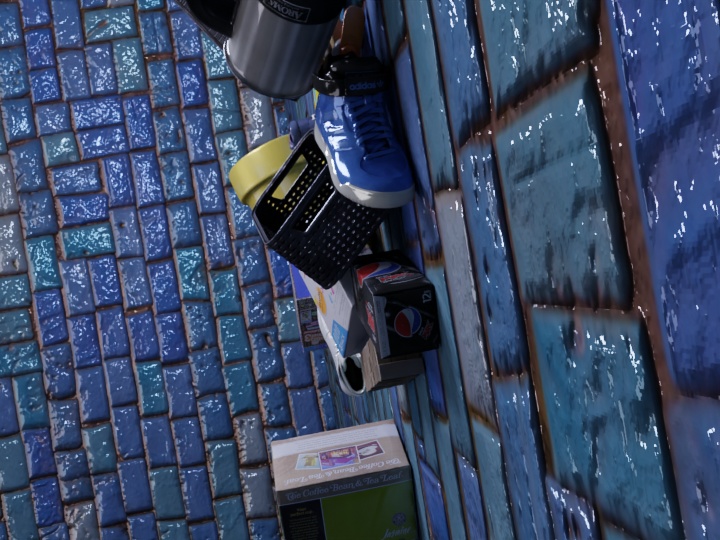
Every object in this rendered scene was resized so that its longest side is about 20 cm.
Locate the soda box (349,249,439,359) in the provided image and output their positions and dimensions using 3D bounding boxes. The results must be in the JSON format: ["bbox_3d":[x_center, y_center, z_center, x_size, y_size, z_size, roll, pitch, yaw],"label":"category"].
[{"bbox_3d":[0.032,0.030,1.005,0.200,0.062,0.072,-127,27,-77],"label":"soda box"}]

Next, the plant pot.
[{"bbox_3d":[-0.146,-0.152,1.917,0.201,0.198,0.192,112,133,-79],"label":"plant pot"}]

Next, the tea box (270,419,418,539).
[{"bbox_3d":[-0.022,0.354,1.392,0.134,0.195,0.201,-112,15,-66],"label":"tea box"}]

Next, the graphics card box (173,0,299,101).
[{"bbox_3d":[-0.154,-0.308,1.212,0.200,0.051,0.125,45,-166,7],"label":"graphics card box"}]

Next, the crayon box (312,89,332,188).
[{"bbox_3d":[-0.033,-0.209,1.322,0.128,0.050,0.203,-107,9,-53],"label":"crayon box"}]

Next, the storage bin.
[{"bbox_3d":[-0.049,-0.078,1.113,0.093,0.136,0.200,35,-175,-18],"label":"storage bin"}]

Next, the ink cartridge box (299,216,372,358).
[{"bbox_3d":[-0.030,0.000,1.266,0.116,0.067,0.202,101,147,-49],"label":"ink cartridge box"}]

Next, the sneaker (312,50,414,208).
[{"bbox_3d":[0.002,-0.152,0.938,0.201,0.075,0.113,-118,26,-52],"label":"sneaker"}]

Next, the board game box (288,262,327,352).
[{"bbox_3d":[-0.127,0.085,2.491,0.161,0.095,0.203,-105,8,-45],"label":"board game box"}]

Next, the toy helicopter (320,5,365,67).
[{"bbox_3d":[-0.012,-0.220,1.104,0.132,0.077,0.204,140,110,-73],"label":"toy helicopter"}]

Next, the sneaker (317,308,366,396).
[{"bbox_3d":[-0.027,0.140,1.764,0.116,0.072,0.204,152,99,-82],"label":"sneaker"}]

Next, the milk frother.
[{"bbox_3d":[-0.074,-0.334,1.014,0.201,0.179,0.189,-51,-4,-38],"label":"milk frother"}]

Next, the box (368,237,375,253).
[{"bbox_3d":[0.000,0.000,1.383,0.137,0.039,0.204,-118,19,-69],"label":"box"}]

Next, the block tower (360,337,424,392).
[{"bbox_3d":[0.036,0.110,1.140,0.200,0.053,0.059,115,144,-79],"label":"block tower"}]

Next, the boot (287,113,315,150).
[{"bbox_3d":[-0.078,-0.228,1.537,0.200,0.088,0.075,-170,71,-84],"label":"boot"}]
